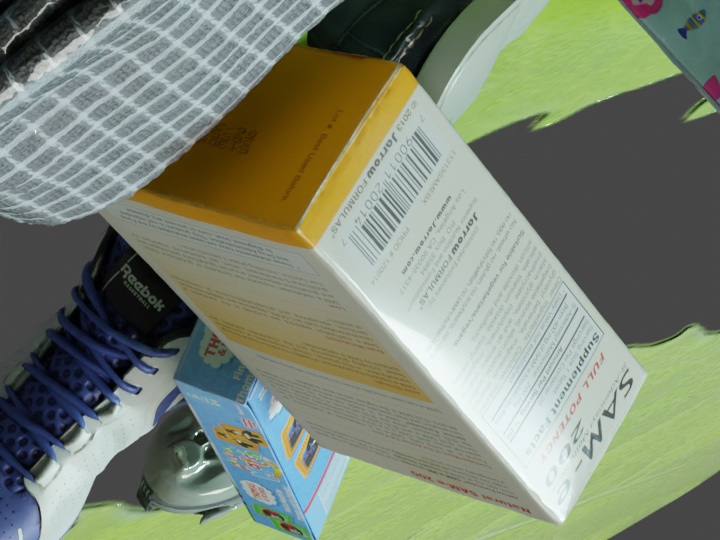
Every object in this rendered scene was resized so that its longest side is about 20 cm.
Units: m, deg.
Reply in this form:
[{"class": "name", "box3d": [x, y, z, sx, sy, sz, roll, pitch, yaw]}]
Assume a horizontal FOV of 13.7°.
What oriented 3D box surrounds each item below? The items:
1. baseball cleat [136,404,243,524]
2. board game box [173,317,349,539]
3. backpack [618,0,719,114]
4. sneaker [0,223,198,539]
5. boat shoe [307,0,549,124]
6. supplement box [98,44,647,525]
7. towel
[{"class": "baseball cleat", "box3d": [-0.028, 0.071, 1.562, 0.200, 0.070, 0.106, -20, 167, -20]}, {"class": "board game box", "box3d": [-0.018, 0.015, 1.253, 0.200, 0.037, 0.151, 73, 37, -69]}, {"class": "backpack", "box3d": [0.205, -0.128, 1.219, 0.151, 0.178, 0.200, -44, 175, 33]}, {"class": "sneaker", "box3d": [-0.111, 0.036, 1.243, 0.199, 0.081, 0.115, -38, 163, -17]}, {"class": "boat shoe", "box3d": [0.040, -0.112, 1.109, 0.200, 0.062, 0.075, -51, 170, -49]}, {"class": "supplement box", "box3d": [0.000, 0.000, 1.075, 0.074, 0.126, 0.200, -58, 137, -17]}, {"class": "towel", "box3d": [-0.062, -0.098, 0.898, 0.200, 0.086, 0.166, -37, 166, 6]}]
